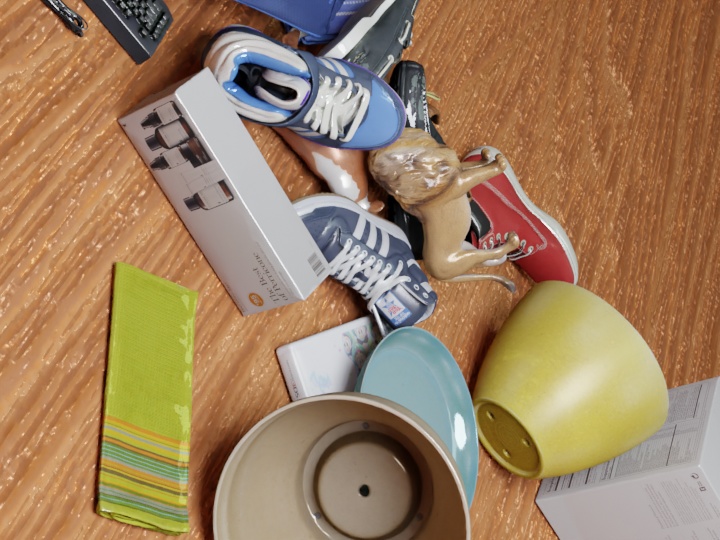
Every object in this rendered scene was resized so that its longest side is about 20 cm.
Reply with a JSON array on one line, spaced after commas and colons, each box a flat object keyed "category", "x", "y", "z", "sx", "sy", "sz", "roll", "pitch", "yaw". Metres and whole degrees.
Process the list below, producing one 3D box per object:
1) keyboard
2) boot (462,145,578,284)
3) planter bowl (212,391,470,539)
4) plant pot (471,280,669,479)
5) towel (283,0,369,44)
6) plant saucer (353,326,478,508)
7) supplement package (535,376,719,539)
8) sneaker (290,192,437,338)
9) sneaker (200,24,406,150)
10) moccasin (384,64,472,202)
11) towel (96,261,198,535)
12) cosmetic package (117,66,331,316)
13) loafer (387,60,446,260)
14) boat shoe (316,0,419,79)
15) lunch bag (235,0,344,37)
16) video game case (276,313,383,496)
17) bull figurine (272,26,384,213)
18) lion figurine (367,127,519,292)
[{"category": "keyboard", "x": -0.234, "y": -0.254, "z": 1.055, "sx": 0.200, "sy": 0.020, "sz": 0.128, "roll": 50, "pitch": 39, "yaw": -26}, {"category": "boot", "x": 0.163, "y": -0.025, "z": 1.450, "sx": 0.200, "sy": 0.072, "sz": 0.145, "roll": 50, "pitch": 40, "yaw": -15}, {"category": "planter bowl", "x": -0.005, "y": 0.187, "z": 1.032, "sx": 0.135, "sy": 0.198, "sz": 0.202, "roll": -30, "pitch": 99, "yaw": -79}, {"category": "plant pot", "x": 0.197, "y": 0.134, "z": 1.340, "sx": 0.142, "sy": 0.199, "sz": 0.201, "roll": -37, "pitch": 106, "yaw": -26}, {"category": "towel", "x": -0.034, "y": -0.329, "z": 1.320, "sx": 0.144, "sy": 0.024, "sz": 0.202, "roll": -12, "pitch": 84, "yaw": -34}, {"category": "plant saucer", "x": 0.047, "y": 0.153, "z": 1.187, "sx": 0.199, "sy": 0.027, "sz": 0.203, "roll": 22, "pitch": 62, "yaw": -51}, {"category": "supplement package", "x": 0.328, "y": 0.240, "z": 1.431, "sx": 0.152, "sy": 0.199, "sz": 0.151, "roll": 56, "pitch": 37, "yaw": -20}, {"category": "sneaker", "x": 0.000, "y": 0.000, "z": 1.187, "sx": 0.199, "sy": 0.070, "sz": 0.109, "roll": 16, "pitch": 41, "yaw": -53}, {"category": "sneaker", "x": -0.043, "y": -0.143, "z": 1.099, "sx": 0.198, "sy": 0.081, "sz": 0.147, "roll": 23, "pitch": 15, "yaw": -16}, {"category": "moccasin", "x": 0.056, "y": -0.154, "z": 1.351, "sx": 0.073, "sy": 0.077, "sz": 0.203, "roll": -16, "pitch": 83, "yaw": -55}, {"category": "towel", "x": -0.161, "y": 0.097, "z": 0.991, "sx": 0.086, "sy": 0.018, "sz": 0.202, "roll": 28, "pitch": 53, "yaw": -46}, {"category": "cosmetic package", "x": -0.112, "y": -0.061, "z": 1.073, "sx": 0.051, "sy": 0.082, "sz": 0.201, "roll": -46, "pitch": 112, "yaw": -41}, {"category": "loafer", "x": 0.062, "y": -0.110, "z": 1.294, "sx": 0.068, "sy": 0.070, "sz": 0.203, "roll": -121, "pitch": -154, "yaw": -72}, {"category": "boat shoe", "x": 0.016, "y": -0.225, "z": 1.255, "sx": 0.060, "sy": 0.075, "sz": 0.200, "roll": 51, "pitch": 42, "yaw": -14}, {"category": "lunch bag", "x": -0.082, "y": -0.315, "z": 1.155, "sx": 0.199, "sy": 0.133, "sz": 0.136, "roll": 12, "pitch": 29, "yaw": -52}, {"category": "video game case", "x": 0.014, "y": 0.137, "z": 1.205, "sx": 0.199, "sy": 0.024, "sz": 0.184, "roll": -17, "pitch": 88, "yaw": -55}, {"category": "bull figurine", "x": -0.035, "y": -0.137, "z": 1.235, "sx": 0.200, "sy": 0.065, "sz": 0.122, "roll": 50, "pitch": 36, "yaw": -30}, {"category": "lion figurine", "x": 0.083, "y": -0.049, "z": 1.242, "sx": 0.072, "sy": 0.121, "sz": 0.202, "roll": -133, "pitch": -154, "yaw": -64}]
